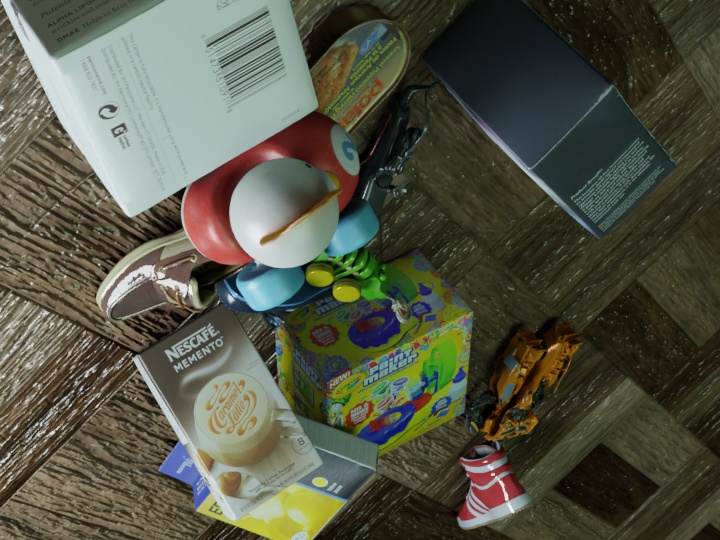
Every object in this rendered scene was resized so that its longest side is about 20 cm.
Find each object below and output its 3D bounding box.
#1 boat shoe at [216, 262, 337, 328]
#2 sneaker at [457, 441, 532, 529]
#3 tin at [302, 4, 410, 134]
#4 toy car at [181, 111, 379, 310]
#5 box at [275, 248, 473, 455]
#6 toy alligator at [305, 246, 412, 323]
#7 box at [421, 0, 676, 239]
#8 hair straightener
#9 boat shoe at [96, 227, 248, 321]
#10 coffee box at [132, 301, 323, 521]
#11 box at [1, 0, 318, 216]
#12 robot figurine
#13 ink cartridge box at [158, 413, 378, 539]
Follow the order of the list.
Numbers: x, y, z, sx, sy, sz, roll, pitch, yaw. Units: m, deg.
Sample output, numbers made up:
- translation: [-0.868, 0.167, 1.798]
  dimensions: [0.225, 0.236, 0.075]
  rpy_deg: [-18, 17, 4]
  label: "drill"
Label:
- translation: [-0.079, 0.023, 1.514]
  dimensions: [0.199, 0.084, 0.069]
  rpy_deg: [-4, 151, -47]
  label: "boat shoe"
- translation: [0.182, 0.321, 2.121]
  dimensions: [0.071, 0.113, 0.200]
  rpy_deg: [-23, 172, -26]
  label: "sneaker"
- translation: [-0.036, -0.173, 1.386]
  dimensions: [0.200, 0.042, 0.112]
  rpy_deg: [-46, 141, 9]
  label: "tin"
- translation: [-0.059, -0.065, 1.251]
  dimensions: [0.177, 0.200, 0.185]
  rpy_deg: [-35, 111, -13]
  label: "toy car"
- translation: [0.014, 0.112, 1.674]
  dimensions: [0.199, 0.122, 0.193]
  rpy_deg: [-25, 141, -21]
  label: "box"
- translation: [0.000, 0.000, 1.513]
  dimensions: [0.200, 0.060, 0.054]
  rpy_deg: [30, 136, -33]
  label: "toy alligator"
- translation: [0.195, -0.165, 1.470]
  dimensions: [0.123, 0.200, 0.198]
  rpy_deg: [-45, 144, 8]
  label: "box"
- translation: [0.037, -0.109, 1.489]
  dimensions: [0.041, 0.077, 0.200]
  rpy_deg: [5, 125, -43]
  label: "hair straightener"
- translation: [-0.172, 0.005, 1.395]
  dimensions: [0.199, 0.072, 0.072]
  rpy_deg: [-28, 152, 12]
  label: "boat shoe"
- translation: [-0.142, 0.147, 1.494]
  dimensions: [0.114, 0.201, 0.080]
  rpy_deg: [-32, -178, -14]
  label: "coffee box"
- translation: [-0.164, -0.188, 1.168]
  dimensions: [0.199, 0.131, 0.199]
  rpy_deg: [-31, 144, -11]
  label: "box"
- translation: [0.226, 0.163, 1.980]
  dimensions: [0.144, 0.058, 0.201]
  rpy_deg: [-7, 133, -37]
  label: "robot figurine"
- translation: [-0.110, 0.232, 1.629]
  dimensions: [0.199, 0.047, 0.198]
  rpy_deg: [21, 135, -17]
  label: "ink cartridge box"
